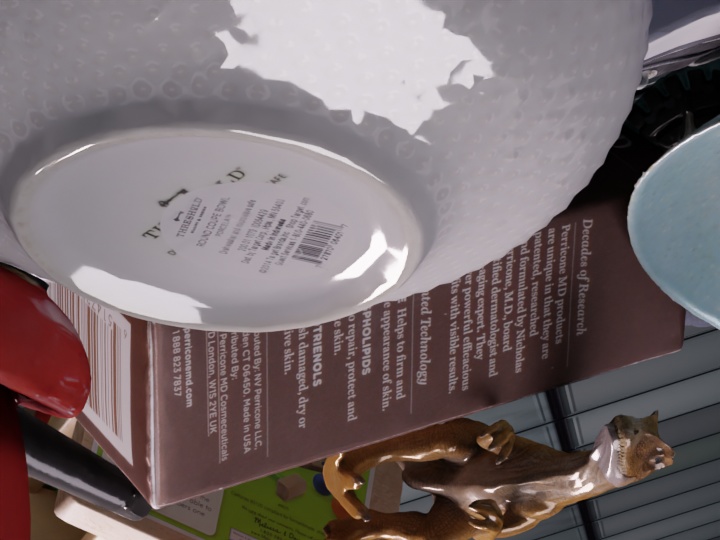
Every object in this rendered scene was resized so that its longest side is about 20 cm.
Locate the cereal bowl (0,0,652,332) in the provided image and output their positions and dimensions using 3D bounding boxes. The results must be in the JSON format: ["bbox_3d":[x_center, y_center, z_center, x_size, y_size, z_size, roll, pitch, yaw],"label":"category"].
[{"bbox_3d":[-0.031,-0.044,0.586,0.199,0.084,0.200,3,151,1],"label":"cereal bowl"}]

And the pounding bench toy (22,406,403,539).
[{"bbox_3d":[-0.107,0.083,0.958,0.200,0.124,0.156,26,136,-18],"label":"pounding bench toy"}]

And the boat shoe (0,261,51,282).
[{"bbox_3d":[-0.052,-0.042,0.746,0.199,0.071,0.070,1,121,-3],"label":"boat shoe"}]

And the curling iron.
[{"bbox_3d":[-0.136,0.031,0.801,0.050,0.026,0.200,-35,127,19],"label":"curling iron"}]

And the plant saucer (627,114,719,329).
[{"bbox_3d":[0.183,-0.021,0.772,0.200,0.039,0.201,9,156,4],"label":"plant saucer"}]

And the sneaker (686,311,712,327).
[{"bbox_3d":[0.147,-0.015,1.006,0.146,0.077,0.202,-5,175,-4],"label":"sneaker"}]

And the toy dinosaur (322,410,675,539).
[{"bbox_3d":[0.031,0.069,0.860,0.106,0.061,0.200,-17,-169,-26],"label":"toy dinosaur"}]

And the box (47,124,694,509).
[{"bbox_3d":[0.000,0.000,0.820,0.199,0.100,0.075,-14,123,-28],"label":"box"}]

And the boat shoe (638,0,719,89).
[{"bbox_3d":[0.057,-0.081,0.723,0.200,0.072,0.068,-16,166,-34],"label":"boat shoe"}]

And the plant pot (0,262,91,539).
[{"bbox_3d":[-0.176,0.064,0.658,0.200,0.183,0.200,22,171,4],"label":"plant pot"}]

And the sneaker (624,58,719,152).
[{"bbox_3d":[0.169,-0.085,0.857,0.200,0.078,0.086,-33,-174,30],"label":"sneaker"}]
